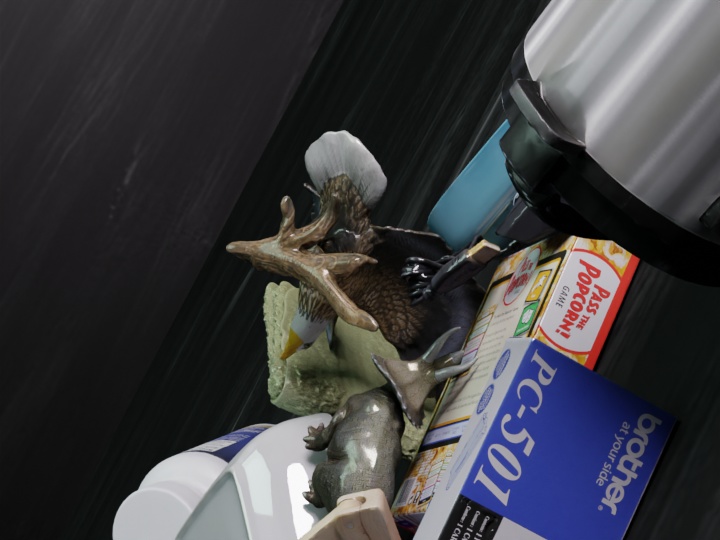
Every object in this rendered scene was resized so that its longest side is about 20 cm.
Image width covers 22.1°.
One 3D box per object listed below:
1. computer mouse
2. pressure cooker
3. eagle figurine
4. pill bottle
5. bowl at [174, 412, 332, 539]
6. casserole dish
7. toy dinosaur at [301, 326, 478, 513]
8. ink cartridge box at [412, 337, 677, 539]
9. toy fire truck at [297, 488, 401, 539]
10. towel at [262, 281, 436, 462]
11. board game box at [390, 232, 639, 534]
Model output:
[{"bbox_3d":[0.109,-0.043,1.146,0.199,0.046,0.140,-30,-2,31],"label":"computer mouse"},{"bbox_3d":[0.170,-0.091,0.917,0.200,0.175,0.179,-51,11,29],"label":"pressure cooker"},{"bbox_3d":[-0.006,0.005,1.286,0.150,0.200,0.153,-26,71,23],"label":"eagle figurine"},{"bbox_3d":[-0.116,0.196,1.501,0.111,0.111,0.200,-58,-17,19],"label":"pill bottle"},{"bbox_3d":[-0.068,0.221,1.295,0.200,0.074,0.201,-51,46,49],"label":"bowl"},{"bbox_3d":[0.128,-0.064,1.248,0.200,0.120,0.039,-49,55,45],"label":"casserole dish"},{"bbox_3d":[-0.001,0.129,1.190,0.201,0.077,0.102,-66,3,-27],"label":"toy dinosaur"},{"bbox_3d":[0.080,0.145,0.965,0.201,0.094,0.044,-63,11,-10],"label":"ink cartridge box"},{"bbox_3d":[0.023,0.168,1.047,0.201,0.140,0.049,-57,12,25],"label":"toy fire truck"},{"bbox_3d":[-0.008,0.078,1.406,0.037,0.148,0.200,-60,14,16],"label":"towel"},{"bbox_3d":[0.096,0.075,1.186,0.201,0.046,0.151,-65,11,-15],"label":"board game box"}]
